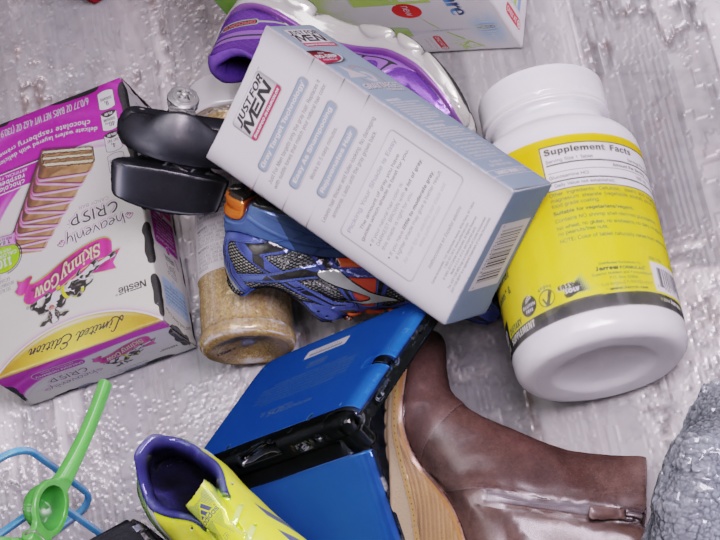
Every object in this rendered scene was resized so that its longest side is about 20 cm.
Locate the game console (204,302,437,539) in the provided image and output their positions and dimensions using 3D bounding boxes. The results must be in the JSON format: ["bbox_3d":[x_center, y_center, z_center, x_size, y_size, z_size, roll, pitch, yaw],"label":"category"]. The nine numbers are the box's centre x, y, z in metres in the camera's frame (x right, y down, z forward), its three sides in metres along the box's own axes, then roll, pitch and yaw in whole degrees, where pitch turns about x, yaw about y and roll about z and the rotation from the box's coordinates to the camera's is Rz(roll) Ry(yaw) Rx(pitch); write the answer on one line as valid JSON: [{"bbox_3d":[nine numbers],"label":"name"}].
[{"bbox_3d":[-0.014,0.133,1.498,0.200,0.118,0.171,-23,25,51],"label":"game console"}]

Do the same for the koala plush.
[{"bbox_3d":[0.270,0.162,1.350,0.199,0.184,0.178,18,77,15],"label":"koala plush"}]

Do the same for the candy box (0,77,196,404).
[{"bbox_3d":[-0.204,-0.021,1.670,0.136,0.061,0.201,-20,64,13],"label":"candy box"}]

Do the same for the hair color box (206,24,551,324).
[{"bbox_3d":[0.009,-0.063,1.466,0.200,0.061,0.099,35,112,21],"label":"hair color box"}]

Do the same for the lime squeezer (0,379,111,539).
[{"bbox_3d":[-0.216,0.157,1.476,0.200,0.038,0.071,-44,30,-6],"label":"lime squeezer"}]

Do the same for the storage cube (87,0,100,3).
[{"bbox_3d":[-0.198,-0.339,1.729,0.200,0.180,0.171,-32,61,9],"label":"storage cube"}]

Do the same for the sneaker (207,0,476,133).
[{"bbox_3d":[-0.013,-0.118,1.553,0.199,0.081,0.084,23,69,27],"label":"sneaker"}]

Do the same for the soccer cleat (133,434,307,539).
[{"bbox_3d":[-0.072,0.168,1.427,0.065,0.084,0.200,-44,51,-14],"label":"soccer cleat"}]

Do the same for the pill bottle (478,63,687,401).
[{"bbox_3d":[0.135,-0.027,1.503,0.112,0.112,0.201,-18,63,15],"label":"pill bottle"}]

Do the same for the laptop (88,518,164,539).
[{"bbox_3d":[-0.115,0.251,1.423,0.103,0.200,0.177,-40,71,-5],"label":"laptop"}]

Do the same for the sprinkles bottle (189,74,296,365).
[{"bbox_3d":[-0.083,-0.037,1.622,0.068,0.068,0.201,-12,65,17],"label":"sprinkles bottle"}]

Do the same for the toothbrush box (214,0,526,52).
[{"bbox_3d":[0.002,-0.217,1.616,0.199,0.146,0.086,-2,68,21],"label":"toothbrush box"}]

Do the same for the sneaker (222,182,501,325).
[{"bbox_3d":[0.000,0.000,1.552,0.199,0.075,0.079,17,112,-1],"label":"sneaker"}]

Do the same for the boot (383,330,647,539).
[{"bbox_3d":[0.100,0.126,1.497,0.166,0.072,0.201,-3,63,6],"label":"boot"}]

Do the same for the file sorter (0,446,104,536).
[{"bbox_3d":[-0.204,0.236,1.523,0.123,0.139,0.200,-35,60,3],"label":"file sorter"}]

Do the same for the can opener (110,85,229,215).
[{"bbox_3d":[-0.069,-0.079,1.582,0.199,0.079,0.063,4,27,-12],"label":"can opener"}]
